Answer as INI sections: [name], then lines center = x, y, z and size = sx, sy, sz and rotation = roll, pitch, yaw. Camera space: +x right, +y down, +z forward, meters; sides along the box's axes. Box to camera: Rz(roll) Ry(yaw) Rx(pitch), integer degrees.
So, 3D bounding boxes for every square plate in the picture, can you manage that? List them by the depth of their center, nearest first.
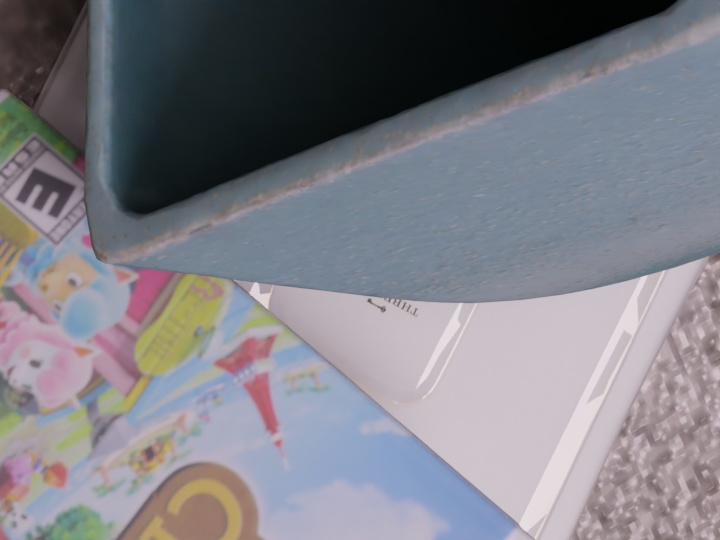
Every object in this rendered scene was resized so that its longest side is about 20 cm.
[square plate]
center = 0.000, 0.000, 0.780
size = 0.199, 0.028, 0.199
rotation = 29, 83, -23

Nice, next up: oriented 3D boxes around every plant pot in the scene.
[plant pot]
center = 0.071, -0.095, 0.698
size = 0.199, 0.195, 0.198
rotation = 17, 64, -42

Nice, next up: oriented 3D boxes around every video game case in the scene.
[video game case]
center = -0.088, 0.083, 0.693
size = 0.182, 0.022, 0.200
rotation = 40, 79, 16
